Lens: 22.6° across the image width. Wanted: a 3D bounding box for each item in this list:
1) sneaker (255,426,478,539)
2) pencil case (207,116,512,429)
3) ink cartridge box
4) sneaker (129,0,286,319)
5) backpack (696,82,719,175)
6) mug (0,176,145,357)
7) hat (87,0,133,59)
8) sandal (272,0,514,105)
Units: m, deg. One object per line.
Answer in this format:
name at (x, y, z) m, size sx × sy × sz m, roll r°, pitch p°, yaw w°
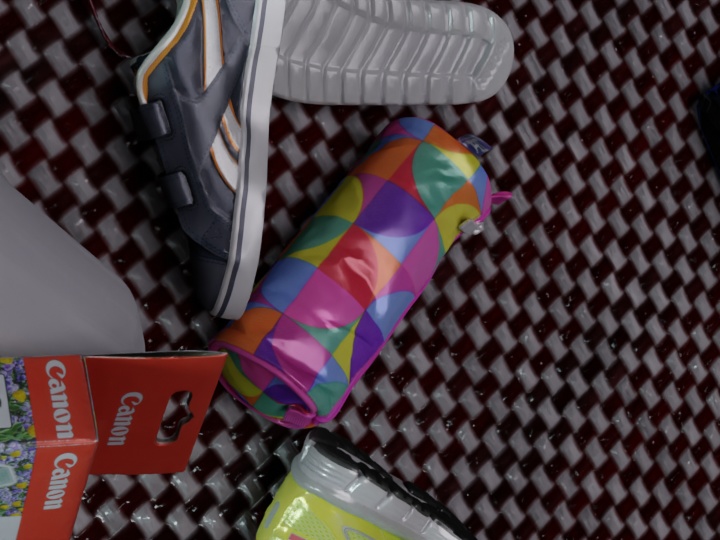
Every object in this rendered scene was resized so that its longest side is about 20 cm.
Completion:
sneaker at (0.013, 0.171, 1.058) m, size 0.200 × 0.078 × 0.090 m, roll 38°, pitch 92°, yaw -33°
pencil case at (0.000, 0.000, 1.034) m, size 0.200 × 0.088 × 0.088 m, roll -50°, pitch 116°, yaw -22°
ink cartridge box at (-0.162, 0.088, 0.807) m, size 0.200 × 0.109 × 0.050 m, roll -2°, pitch 53°, yaw -20°
sneaker at (-0.088, -0.075, 0.975) m, size 0.079 × 0.078 × 0.200 m, roll 5°, pitch 89°, yaw -13°
backpack at (0.358, -0.098, 1.221) m, size 0.168 × 0.200 × 0.163 m, roll -42°, pitch 112°, yaw -28°
mug at (-0.201, 0.036, 0.881) m, size 0.153 × 0.187 × 0.149 m, roll 34°, pitch 38°, yaw -40°
hat at (-0.177, -0.252, 0.936) m, size 0.200 × 0.166 × 0.176 m, roll -65°, pitch 161°, yaw -3°
sandal at (-0.008, -0.135, 1.054) m, size 0.203 × 0.050 × 0.082 m, roll 12°, pitch 98°, yaw -23°
